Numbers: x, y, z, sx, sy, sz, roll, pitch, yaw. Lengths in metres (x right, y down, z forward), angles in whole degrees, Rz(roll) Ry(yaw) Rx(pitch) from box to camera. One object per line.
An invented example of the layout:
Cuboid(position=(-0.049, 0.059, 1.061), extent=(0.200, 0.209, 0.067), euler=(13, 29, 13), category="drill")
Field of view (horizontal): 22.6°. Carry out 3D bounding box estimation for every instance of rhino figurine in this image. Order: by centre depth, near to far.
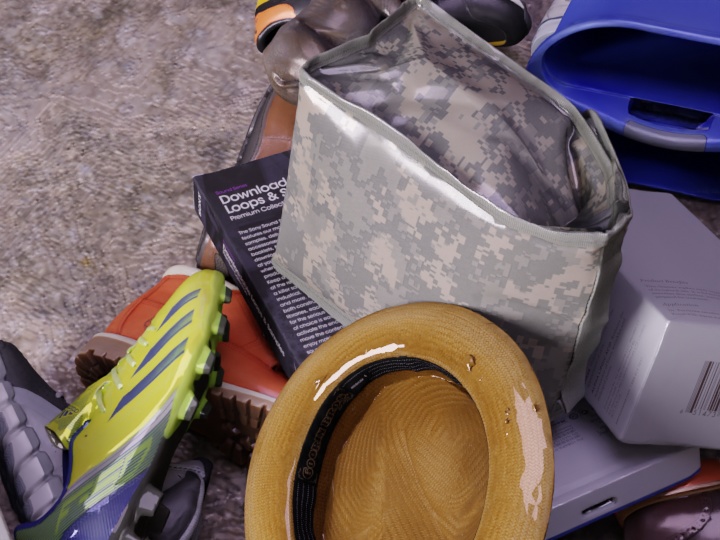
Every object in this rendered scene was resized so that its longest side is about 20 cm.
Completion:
Cuboid(position=(0.005, -0.173, 1.212), extent=(0.087, 0.060, 0.200), euler=(23, 51, 12), category="rhino figurine")

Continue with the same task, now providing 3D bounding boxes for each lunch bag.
Cuboid(position=(0.061, -0.025, 0.994), extent=(0.200, 0.164, 0.118), euler=(38, 53, 23), category="lunch bag")

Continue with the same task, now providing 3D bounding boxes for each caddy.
Cuboid(position=(0.209, -0.118, 1.191), extent=(0.200, 0.141, 0.105), euler=(12, 49, 12), category="caddy")

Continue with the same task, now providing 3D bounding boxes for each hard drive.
Cuboid(position=(0.092, 0.082, 1.073), extent=(0.132, 0.025, 0.200), euler=(-21, 36, -14), category="hard drive")

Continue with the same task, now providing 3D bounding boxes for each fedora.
Cuboid(position=(0.032, 0.120, 0.957), extent=(0.200, 0.082, 0.201), euler=(-13, 66, 30), category="fedora")

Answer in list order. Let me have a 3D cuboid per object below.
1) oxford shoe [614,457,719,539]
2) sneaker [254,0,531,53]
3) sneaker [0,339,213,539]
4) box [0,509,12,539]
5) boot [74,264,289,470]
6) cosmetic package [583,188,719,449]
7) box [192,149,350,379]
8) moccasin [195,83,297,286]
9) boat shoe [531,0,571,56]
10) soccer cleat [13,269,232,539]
Cuboid(position=(0.250, 0.143, 1.039), extent=(0.200, 0.071, 0.073), euler=(-12, 61, 3), category="oxford shoe")
Cuboid(position=(0.020, -0.172, 1.293), extent=(0.200, 0.070, 0.090), euler=(13, 69, 12), category="sneaker")
Cuboid(position=(-0.151, 0.117, 1.071), extent=(0.115, 0.075, 0.200), euler=(-18, 64, -18), category="sneaker")
Cuboid(position=(-0.222, 0.119, 0.982), extent=(0.041, 0.200, 0.156), euler=(-23, 54, -13), category="box")
Cuboid(position=(-0.065, 0.060, 1.107), extent=(0.200, 0.075, 0.107), euler=(24, 52, 20), category="boot")
Cuboid(position=(0.169, 0.021, 1.060), extent=(0.113, 0.081, 0.200), euler=(9, 23, -22), category="cosmetic package")
Cuboid(position=(0.000, 0.000, 1.097), extent=(0.143, 0.036, 0.200), euler=(-17, 54, -20), category="box")
Cuboid(position=(-0.043, -0.071, 1.207), extent=(0.078, 0.074, 0.202), euler=(20, 51, 0), category="moccasin")
Cuboid(position=(0.228, -0.169, 1.279), extent=(0.202, 0.075, 0.086), euler=(6, 49, 18), category="boat shoe")
Cuboid(position=(-0.131, 0.078, 1.013), extent=(0.084, 0.065, 0.200), euler=(17, 63, 8), category="soccer cleat")
